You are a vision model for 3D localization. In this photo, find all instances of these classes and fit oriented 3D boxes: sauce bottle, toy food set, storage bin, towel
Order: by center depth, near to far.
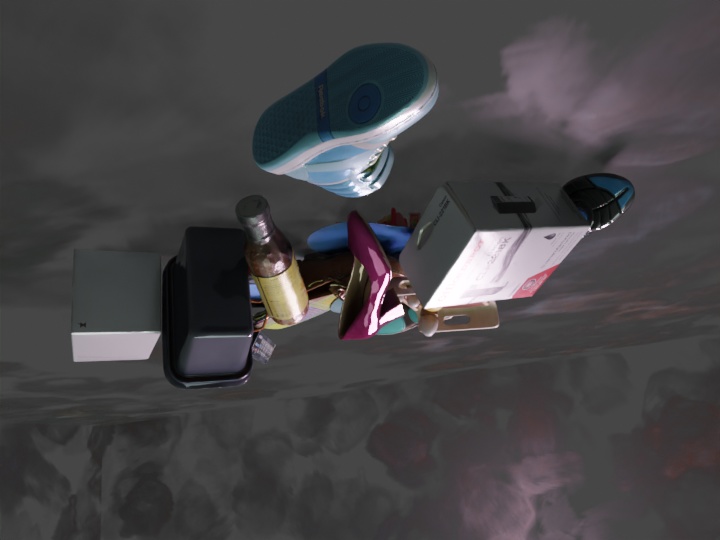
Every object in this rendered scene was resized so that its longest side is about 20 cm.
[{"bbox_3d":[-0.114,-0.010,0.778,0.065,0.067,0.202,-7,139,2],"label":"sauce bottle"},{"bbox_3d":[-0.193,0.043,0.817,0.143,0.203,0.135,2,152,-22],"label":"storage bin"},{"bbox_3d":[0.119,0.057,0.922,0.141,0.061,0.200,-6,158,27],"label":"toy food set"},{"bbox_3d":[-0.092,0.061,1.105,0.198,0.023,0.143,-25,165,15],"label":"towel"}]

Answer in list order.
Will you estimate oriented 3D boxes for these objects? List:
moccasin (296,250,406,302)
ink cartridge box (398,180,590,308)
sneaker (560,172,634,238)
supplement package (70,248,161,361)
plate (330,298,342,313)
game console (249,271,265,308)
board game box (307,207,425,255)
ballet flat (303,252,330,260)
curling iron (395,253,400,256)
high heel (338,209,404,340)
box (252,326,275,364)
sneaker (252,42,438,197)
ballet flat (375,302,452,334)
[{"bbox_3d":[-0.023,0.015,0.858,0.198,0.079,0.073,-7,162,25],"label":"moccasin"},{"bbox_3d":[0.168,-0.034,0.765,0.197,0.084,0.145,-3,141,-30],"label":"ink cartridge box"},{"bbox_3d":[0.305,-0.085,0.815,0.081,0.074,0.200,-18,173,-21],"label":"sneaker"},{"bbox_3d":[-0.371,0.059,0.902,0.118,0.123,0.200,2,162,-24],"label":"supplement package"},{"bbox_3d":[0.039,0.053,1.144,0.197,0.026,0.200,-17,164,-5],"label":"plate"},{"bbox_3d":[-0.200,0.033,1.040,0.174,0.032,0.200,-6,162,-5],"label":"game console"},{"bbox_3d":[0.023,-0.055,0.835,0.197,0.040,0.158,6,165,-20],"label":"board game box"},{"bbox_3d":[0.000,0.000,0.979,0.197,0.047,0.067,2,162,-26],"label":"ballet flat"},{"bbox_3d":[0.138,-0.005,0.878,0.196,0.026,0.050,3,160,2],"label":"curling iron"},{"bbox_3d":[-0.007,0.016,0.753,0.095,0.068,0.202,-25,130,-4],"label":"high heel"},{"bbox_3d":[-0.247,0.111,1.102,0.157,0.047,0.200,25,167,6],"label":"box"},{"bbox_3d":[0.010,-0.126,0.537,0.198,0.081,0.130,-9,164,41],"label":"sneaker"},{"bbox_3d":[0.085,0.071,1.075,0.197,0.069,0.067,-9,-158,22],"label":"ballet flat"}]
